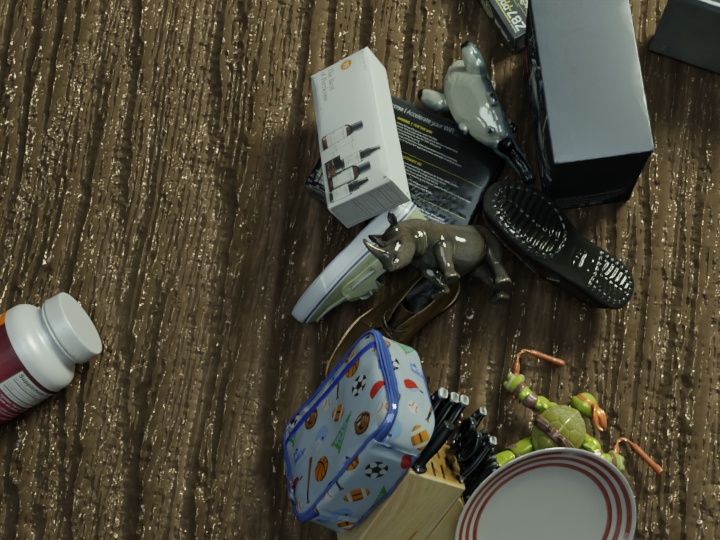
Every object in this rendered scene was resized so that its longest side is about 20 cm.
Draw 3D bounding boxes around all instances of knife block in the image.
[{"bbox_3d":[0.050,0.216,0.956,0.199,0.176,0.064,-17,32,4],"label":"knife block"}]

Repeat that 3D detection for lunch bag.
[{"bbox_3d":[-0.010,0.169,0.963,0.200,0.075,0.160,-49,32,25],"label":"lunch bag"}]

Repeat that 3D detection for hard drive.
[{"bbox_3d":[0.437,-0.259,1.020,0.199,0.140,0.033,22,81,12],"label":"hard drive"}]

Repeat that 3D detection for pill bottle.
[{"bbox_3d":[-0.414,0.112,1.067,0.200,0.113,0.113,-31,76,0],"label":"pill bottle"}]

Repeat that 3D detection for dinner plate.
[{"bbox_3d":[0.193,0.272,0.957,0.199,0.024,0.201,-3,108,-10],"label":"dinner plate"}]

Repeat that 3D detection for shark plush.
[{"bbox_3d":[0.156,-0.184,1.045,0.091,0.083,0.200,-55,50,20],"label":"shark plush"}]

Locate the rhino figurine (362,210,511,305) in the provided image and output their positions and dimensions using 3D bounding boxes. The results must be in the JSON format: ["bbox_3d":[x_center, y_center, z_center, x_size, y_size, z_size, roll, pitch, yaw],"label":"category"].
[{"bbox_3d":[0.081,-0.017,0.969,0.060,0.200,0.088,-44,50,41],"label":"rhino figurine"}]

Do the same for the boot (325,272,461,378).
[{"bbox_3d":[0.032,0.064,1.039,0.200,0.075,0.074,-44,78,-2],"label":"boot"}]

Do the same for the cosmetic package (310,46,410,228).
[{"bbox_3d":[-0.003,-0.153,1.025,0.082,0.051,0.201,-22,55,19],"label":"cosmetic package"}]

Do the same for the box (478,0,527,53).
[{"bbox_3d":[0.210,-0.394,1.127,0.161,0.049,0.200,-29,76,-1],"label":"box"}]

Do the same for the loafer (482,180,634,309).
[{"bbox_3d":[0.209,-0.019,1.013,0.200,0.071,0.073,40,66,-5],"label":"loafer"}]

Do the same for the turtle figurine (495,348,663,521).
[{"bbox_3d":[0.216,0.194,0.990,0.200,0.064,0.161,41,87,12],"label":"turtle figurine"}]

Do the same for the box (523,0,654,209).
[{"bbox_3d":[0.246,-0.190,1.009,0.104,0.182,0.201,-7,77,6],"label":"box"}]

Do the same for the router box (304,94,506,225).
[{"bbox_3d":[0.056,-0.118,1.085,0.200,0.051,0.149,26,81,12],"label":"router box"}]

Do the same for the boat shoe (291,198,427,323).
[{"bbox_3d":[0.000,0.000,1.037,0.062,0.072,0.200,44,113,-1],"label":"boat shoe"}]
